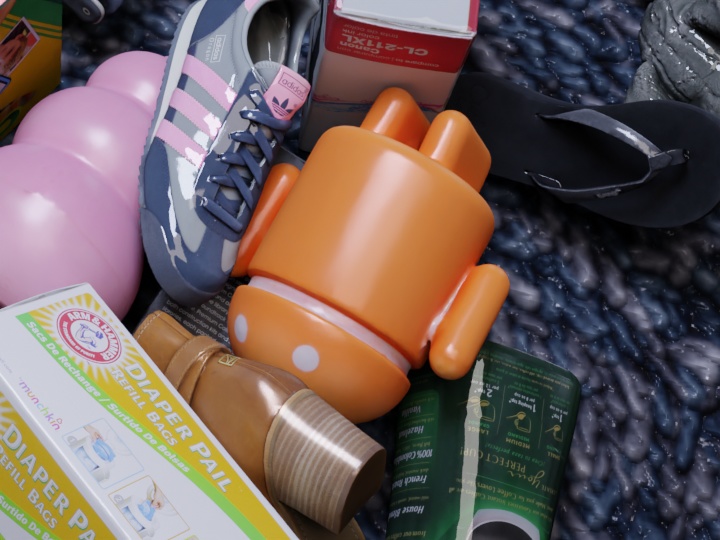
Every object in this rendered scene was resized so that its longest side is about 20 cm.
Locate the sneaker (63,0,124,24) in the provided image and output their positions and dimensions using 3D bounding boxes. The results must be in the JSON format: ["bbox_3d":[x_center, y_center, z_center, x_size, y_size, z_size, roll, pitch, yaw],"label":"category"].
[{"bbox_3d":[-0.186,-0.219,1.227,0.146,0.202,0.077,37,84,-1],"label":"sneaker"}]

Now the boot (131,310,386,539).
[{"bbox_3d":[-0.074,0.128,1.167,0.155,0.201,0.077,31,46,20],"label":"boot"}]

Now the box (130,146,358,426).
[{"bbox_3d":[-0.051,0.038,1.256,0.142,0.036,0.201,33,71,0],"label":"box"}]

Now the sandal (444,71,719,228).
[{"bbox_3d":[0.132,-0.070,1.274,0.198,0.043,0.077,11,105,24],"label":"sandal"}]

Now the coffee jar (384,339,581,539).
[{"bbox_3d":[0.061,0.147,1.209,0.104,0.085,0.202,21,68,-26],"label":"coffee jar"}]

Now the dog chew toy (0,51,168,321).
[{"bbox_3d":[-0.158,-0.047,1.222,0.124,0.125,0.201,34,61,2],"label":"dog chew toy"}]

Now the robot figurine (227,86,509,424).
[{"bbox_3d":[0.001,0.001,1.189,0.143,0.117,0.201,31,80,-13],"label":"robot figurine"}]

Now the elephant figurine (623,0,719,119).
[{"bbox_3d":[0.224,-0.119,1.307,0.199,0.155,0.142,32,80,-2],"label":"elephant figurine"}]

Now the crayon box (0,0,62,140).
[{"bbox_3d":[-0.252,-0.092,1.186,0.058,0.173,0.200,41,70,8],"label":"crayon box"}]

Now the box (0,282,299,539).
[{"bbox_3d":[-0.140,0.121,1.100,0.200,0.113,0.101,48,34,15],"label":"box"}]

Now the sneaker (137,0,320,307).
[{"bbox_3d":[-0.070,-0.078,1.185,0.070,0.081,0.202,34,52,-44],"label":"sneaker"}]

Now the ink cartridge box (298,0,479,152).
[{"bbox_3d":[0.018,-0.165,1.246,0.082,0.200,0.147,8,70,-5],"label":"ink cartridge box"}]
